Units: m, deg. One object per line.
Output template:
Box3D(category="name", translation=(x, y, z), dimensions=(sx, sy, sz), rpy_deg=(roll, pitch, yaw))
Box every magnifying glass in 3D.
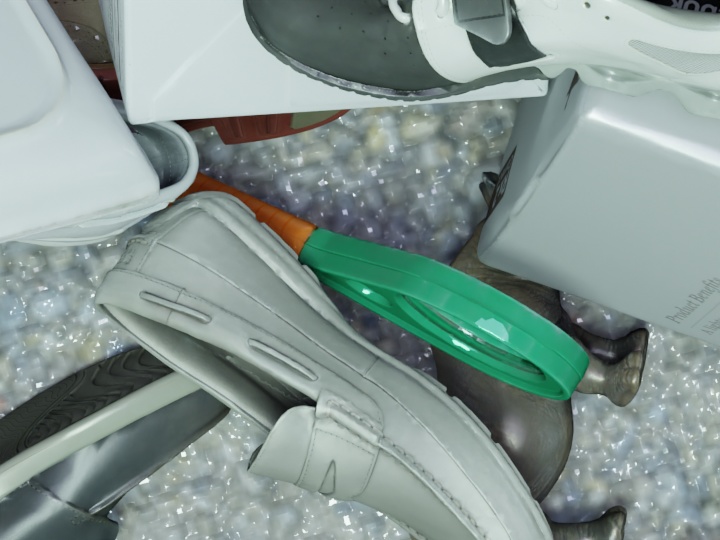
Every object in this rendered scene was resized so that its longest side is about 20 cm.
Box3D(category="magnifying glass", translation=(0.000, 0.000, 1.054), dimensions=(0.200, 0.080, 0.022), rpy_deg=(23, 78, 30))

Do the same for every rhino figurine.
Box3D(category="rhino figurine", translation=(0.069, 0.035, 1.091), dimensions=(0.087, 0.060, 0.201), rpy_deg=(7, 87, 7))

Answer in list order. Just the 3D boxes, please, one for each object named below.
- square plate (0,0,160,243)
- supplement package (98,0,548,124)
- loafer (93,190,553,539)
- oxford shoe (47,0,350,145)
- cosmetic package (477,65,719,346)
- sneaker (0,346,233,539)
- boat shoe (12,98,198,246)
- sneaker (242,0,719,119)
Box3D(category="square plate", translation=(-0.190, -0.085, 0.930), dimensions=(0.198, 0.028, 0.200), rpy_deg=(-17, 64, -34))
Box3D(category="supplement package", translation=(-0.014, -0.169, 0.969), dimensions=(0.155, 0.111, 0.201), rpy_deg=(-4, 121, -10))
Box3D(category="loafer", translation=(-0.014, 0.057, 1.033), dimensions=(0.200, 0.070, 0.070), rpy_deg=(41, 64, 9))
Box3D(category="oxford shoe", translation=(-0.101, -0.088, 1.091), dimensions=(0.199, 0.071, 0.075), rpy_deg=(-4, 63, 1))
Box3D(category="cosmetic package", translation=(0.171, -0.066, 1.018), dimensions=(0.199, 0.165, 0.165), rpy_deg=(20, 70, -4))
Box3D(category="sneaker", translation=(-0.118, 0.114, 1.088), dimensions=(0.200, 0.075, 0.106), rpy_deg=(-33, 105, -3))
Box3D(category="boat shoe", translation=(-0.142, -0.038, 0.984), dimensions=(0.200, 0.068, 0.072), rpy_deg=(9, 71, -45))
Box3D(category="sneaker", translation=(0.058, -0.099, 0.884), dimensions=(0.199, 0.089, 0.074), rpy_deg=(3, 70, 7))
